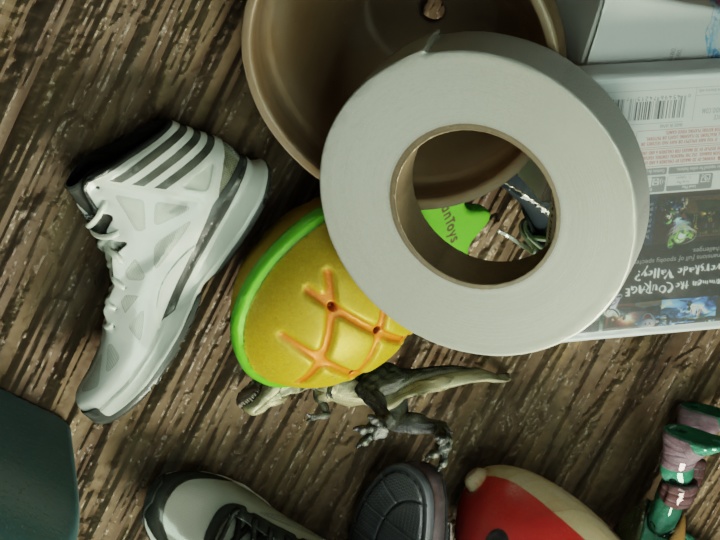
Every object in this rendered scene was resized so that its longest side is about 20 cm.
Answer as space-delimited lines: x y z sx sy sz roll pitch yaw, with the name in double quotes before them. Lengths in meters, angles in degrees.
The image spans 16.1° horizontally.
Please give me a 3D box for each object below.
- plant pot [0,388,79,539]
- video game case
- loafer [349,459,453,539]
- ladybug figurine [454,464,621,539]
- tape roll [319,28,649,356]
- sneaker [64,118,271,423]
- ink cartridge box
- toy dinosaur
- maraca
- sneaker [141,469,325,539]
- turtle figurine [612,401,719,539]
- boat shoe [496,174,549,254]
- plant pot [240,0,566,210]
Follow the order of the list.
"plant pot" -0.291 0.181 1.591 0.195 0.200 0.197 30 104 -30
"video game case" 0.212 -0.045 1.579 0.199 0.023 0.183 -5 119 -17
"loafer" 0.031 0.215 1.805 0.063 0.072 0.201 -16 129 -41
"ladybug figurine" 0.134 0.222 1.786 0.200 0.136 0.072 48 54 -5
"tape roll" 0.073 -0.045 1.534 0.202 0.037 0.204 9 118 17
"sneaker" -0.154 -0.008 1.626 0.115 0.076 0.201 29 96 -20
"ink cartridge box" 0.197 -0.124 1.631 0.199 0.147 0.147 7 115 -22
"toy dinosaur" 0.021 0.089 1.715 0.199 0.088 0.048 1 126 -18
"maraca" 0.000 0.000 1.654 0.200 0.107 0.137 -34 141 -15
"sneaker" -0.056 0.194 1.726 0.200 0.079 0.074 32 70 -15
"turtle figurine" 0.226 0.202 1.825 0.100 0.150 0.201 8 106 -3
"boat shoe" 0.145 -0.025 1.708 0.200 0.075 0.062 29 99 -42
"plant pot" 0.035 -0.146 1.575 0.200 0.093 0.202 8 118 15
